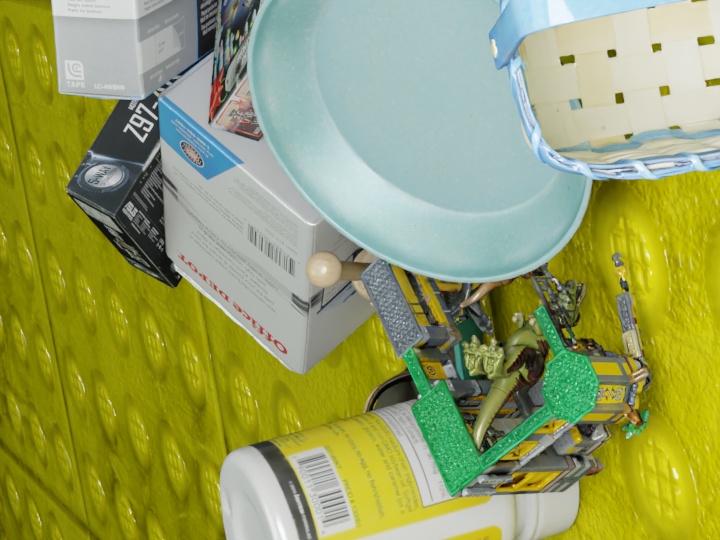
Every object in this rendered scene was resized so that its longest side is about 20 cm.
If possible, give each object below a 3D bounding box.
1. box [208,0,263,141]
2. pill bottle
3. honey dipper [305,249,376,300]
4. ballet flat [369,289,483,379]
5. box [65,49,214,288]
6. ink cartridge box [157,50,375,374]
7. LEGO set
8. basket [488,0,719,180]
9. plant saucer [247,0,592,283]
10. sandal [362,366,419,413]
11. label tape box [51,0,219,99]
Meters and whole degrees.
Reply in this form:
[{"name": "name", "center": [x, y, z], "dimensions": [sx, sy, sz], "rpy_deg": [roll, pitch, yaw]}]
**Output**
[{"name": "box", "center": [-0.038, -0.192, 1.475], "dimensions": [0.200, 0.040, 0.137], "rpy_deg": [130, 149, -49]}, {"name": "pill bottle", "center": [0.025, 0.139, 1.427], "dimensions": [0.114, 0.199, 0.115], "rpy_deg": [166, 90, -70]}, {"name": "honey dipper", "center": [0.000, 0.000, 1.504], "dimensions": [0.200, 0.038, 0.038], "rpy_deg": [9, -115, -78]}, {"name": "ballet flat", "center": [0.043, -0.009, 1.471], "dimensions": [0.068, 0.068, 0.201], "rpy_deg": [-50, -38, -62]}, {"name": "box", "center": [-0.131, -0.087, 1.695], "dimensions": [0.043, 0.161, 0.200], "rpy_deg": [28, 171, 14]}, {"name": "ink cartridge box", "center": [-0.061, -0.042, 1.615], "dimensions": [0.146, 0.086, 0.200], "rpy_deg": [40, 156, 19]}, {"name": "LEGO set", "center": [0.098, 0.034, 1.322], "dimensions": [0.154, 0.116, 0.200], "rpy_deg": [-51, 55, 30]}, {"name": "basket", "center": [0.134, -0.110, 0.992], "dimensions": [0.200, 0.176, 0.140], "rpy_deg": [-179, 79, -82]}, {"name": "plant saucer", "center": [0.035, -0.085, 1.215], "dimensions": [0.199, 0.036, 0.201], "rpy_deg": [19, 133, 21]}, {"name": "sandal", "center": [0.033, 0.107, 1.600], "dimensions": [0.200, 0.054, 0.082], "rpy_deg": [138, 116, -68]}, {"name": "label tape box", "center": [-0.145, -0.225, 1.510], "dimensions": [0.143, 0.066, 0.201], "rpy_deg": [-47, -40, -63]}]
